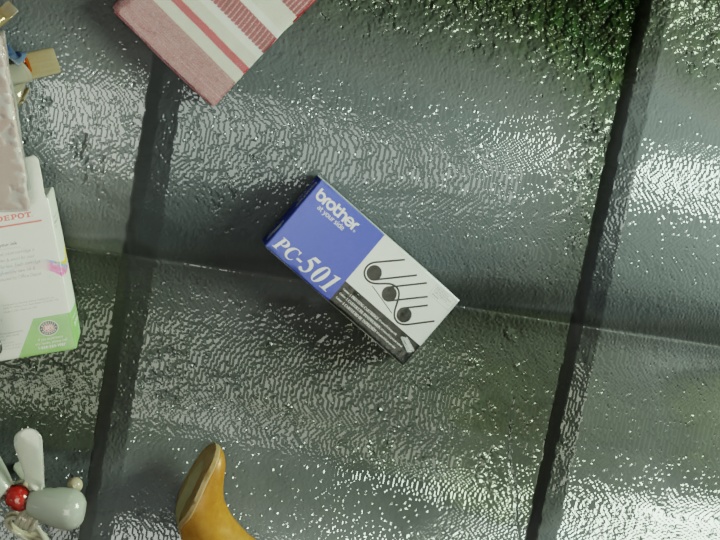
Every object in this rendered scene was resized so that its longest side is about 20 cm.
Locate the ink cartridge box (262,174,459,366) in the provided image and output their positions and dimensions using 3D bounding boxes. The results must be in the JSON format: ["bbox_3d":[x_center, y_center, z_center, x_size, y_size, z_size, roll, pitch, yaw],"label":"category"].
[{"bbox_3d":[0.000,0.000,1.518,0.200,0.044,0.094,40,92,-12],"label":"ink cartridge box"}]

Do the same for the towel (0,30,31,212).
[{"bbox_3d":[-0.413,-0.135,1.336,0.189,0.032,0.201,-3,131,-6],"label":"towel"}]

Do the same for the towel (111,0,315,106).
[{"bbox_3d":[-0.134,-0.287,1.457,0.144,0.023,0.200,44,92,-11],"label":"towel"}]

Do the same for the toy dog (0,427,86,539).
[{"bbox_3d":[-0.374,0.195,1.490,0.199,0.132,0.097,32,57,-16],"label":"toy dog"}]

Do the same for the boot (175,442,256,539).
[{"bbox_3d":[-0.136,0.295,1.556,0.143,0.071,0.203,18,102,-16],"label":"boot"}]

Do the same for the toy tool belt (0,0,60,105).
[{"bbox_3d":[-0.398,-0.236,1.399,0.200,0.125,0.123,48,65,-14],"label":"toy tool belt"}]

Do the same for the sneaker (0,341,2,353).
[{"bbox_3d":[-0.444,0.090,1.429,0.199,0.079,0.074,-26,91,40],"label":"sneaker"}]

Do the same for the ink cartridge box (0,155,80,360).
[{"bbox_3d":[-0.360,-0.015,1.459,0.116,0.067,0.202,-9,103,-4],"label":"ink cartridge box"}]
